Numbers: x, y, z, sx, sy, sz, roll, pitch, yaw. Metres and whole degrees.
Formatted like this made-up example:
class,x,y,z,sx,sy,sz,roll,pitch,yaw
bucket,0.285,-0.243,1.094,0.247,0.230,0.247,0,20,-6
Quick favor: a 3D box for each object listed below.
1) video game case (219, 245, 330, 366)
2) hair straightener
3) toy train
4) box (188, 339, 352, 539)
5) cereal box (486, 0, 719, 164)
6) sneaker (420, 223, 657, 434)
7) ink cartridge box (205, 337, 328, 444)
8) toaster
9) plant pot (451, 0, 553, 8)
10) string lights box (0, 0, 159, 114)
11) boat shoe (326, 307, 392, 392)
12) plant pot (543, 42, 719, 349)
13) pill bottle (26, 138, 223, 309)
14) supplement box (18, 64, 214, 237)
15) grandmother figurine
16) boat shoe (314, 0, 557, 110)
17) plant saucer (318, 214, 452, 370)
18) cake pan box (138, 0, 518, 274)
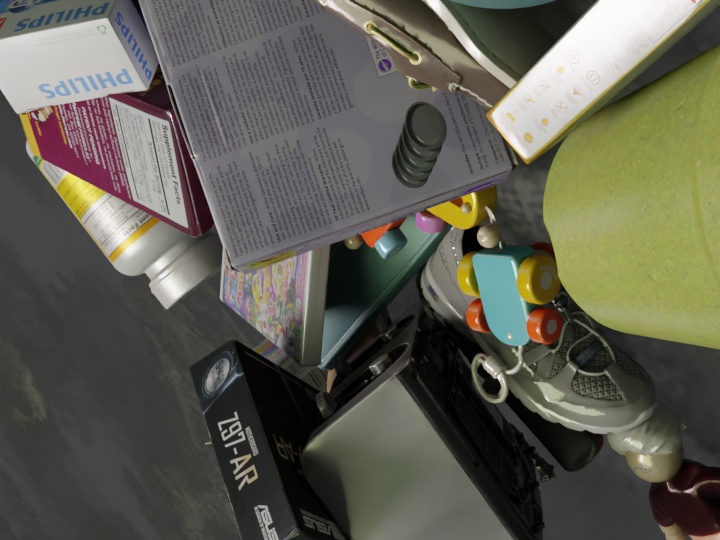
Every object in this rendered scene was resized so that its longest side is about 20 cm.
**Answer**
class,x,y,z,sx,sy,sz,roll,pitch,yaw
video game case,-0.072,-0.021,0.872,0.200,0.018,0.145,-152,64,-62
hair straightener,0.108,0.068,0.824,0.041,0.077,0.201,-39,80,13
toy train,0.067,-0.017,0.743,0.201,0.055,0.151,53,146,16
box,-0.038,0.157,0.818,0.200,0.043,0.161,40,-159,-53
cereal box,0.158,-0.141,0.506,0.040,0.144,0.200,49,145,3
sneaker,0.124,0.037,0.764,0.199,0.075,0.082,37,145,21
ink cartridge box,-0.086,0.106,1.041,0.060,0.104,0.199,56,146,-8
toaster,0.054,0.143,0.822,0.118,0.181,0.201,-34,97,13
plant pot,0.074,-0.208,0.527,0.199,0.201,0.135,34,174,22
string lights box,-0.174,-0.199,0.744,0.102,0.201,0.059,-7,135,18
boat shoe,0.001,0.064,0.938,0.071,0.065,0.202,-9,115,20
plant pot,0.195,-0.036,0.542,0.201,0.200,0.184,58,156,-11
pill bottle,-0.209,-0.068,1.013,0.201,0.113,0.113,53,145,-2
supplement box,-0.150,-0.127,0.798,0.199,0.131,0.104,24,138,33
grandmother figurine,0.250,0.176,0.768,0.200,0.061,0.121,50,137,-3
boat shoe,0.037,-0.139,0.606,0.199,0.072,0.060,38,130,-5
plant saucer,0.000,0.000,0.852,0.070,0.019,0.200,41,123,3
cake pan box,-0.024,-0.120,0.662,0.052,0.182,0.202,75,174,-85
